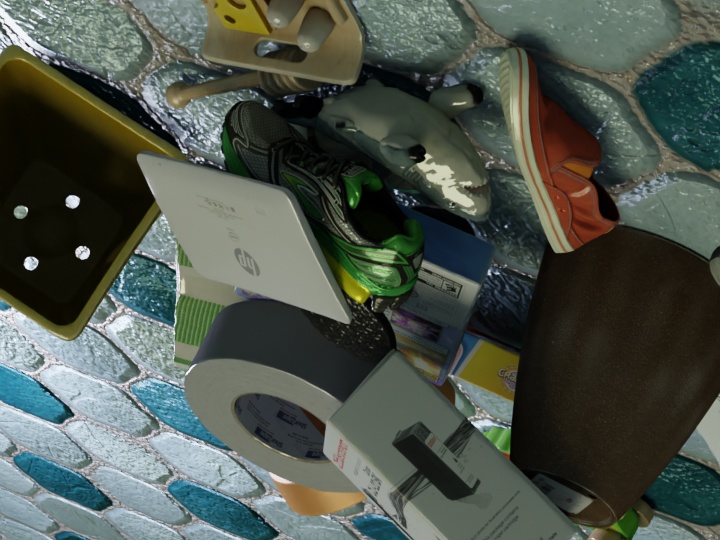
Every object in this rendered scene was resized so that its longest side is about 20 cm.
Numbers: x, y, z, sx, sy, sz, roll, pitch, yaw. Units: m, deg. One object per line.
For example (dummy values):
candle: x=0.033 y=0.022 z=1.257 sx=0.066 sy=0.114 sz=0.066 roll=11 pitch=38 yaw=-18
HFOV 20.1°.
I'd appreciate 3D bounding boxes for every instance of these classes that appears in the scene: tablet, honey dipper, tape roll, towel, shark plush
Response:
tablet: x=-0.093 y=-0.026 z=1.587 sx=0.199 sy=0.014 sz=0.131 roll=17 pitch=141 yaw=48
honey dipper: x=-0.099 y=-0.151 z=1.647 sx=0.038 sy=0.038 sz=0.199 roll=39 pitch=155 yaw=-28
tape roll: x=-0.053 y=0.113 z=1.784 sx=0.199 sy=0.066 sz=0.201 roll=20 pitch=150 yaw=12
towel: x=-0.106 y=0.010 z=1.861 sx=0.152 sy=0.023 sz=0.201 roll=14 pitch=113 yaw=27
shark plush: x=0.008 y=-0.092 z=1.549 sx=0.199 sy=0.091 sz=0.084 roll=9 pitch=135 yaw=24

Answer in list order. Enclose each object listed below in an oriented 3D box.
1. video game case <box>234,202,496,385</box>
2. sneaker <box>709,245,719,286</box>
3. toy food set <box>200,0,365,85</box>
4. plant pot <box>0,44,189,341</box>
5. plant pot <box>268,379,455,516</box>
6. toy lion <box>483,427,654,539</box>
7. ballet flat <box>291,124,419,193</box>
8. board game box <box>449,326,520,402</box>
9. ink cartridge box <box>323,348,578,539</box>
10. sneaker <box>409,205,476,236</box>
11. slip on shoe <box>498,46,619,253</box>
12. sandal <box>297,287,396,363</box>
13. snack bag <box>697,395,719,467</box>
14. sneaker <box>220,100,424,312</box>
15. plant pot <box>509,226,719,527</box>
video game case: x=0.000 y=0.000 z=1.677 sx=0.199 sy=0.046 sz=0.182 roll=24 pitch=150 yaw=5
sneaker: x=0.343 y=0.038 z=1.546 sx=0.200 sy=0.074 sz=0.079 roll=44 pitch=161 yaw=-22
toy food set: x=-0.094 y=-0.211 z=1.484 sx=0.143 sy=0.061 sz=0.200 roll=13 pitch=153 yaw=29
plant pot: x=-0.287 y=-0.054 z=1.857 sx=0.194 sy=0.196 sz=0.200 roll=33 pitch=170 yaw=0
plant pot: x=-0.027 y=0.119 z=1.966 sx=0.199 sy=0.200 sz=0.140 roll=-7 pitch=124 yaw=53
toy lion: x=0.201 y=0.211 z=2.074 sx=0.191 sy=0.069 sz=0.200 roll=26 pitch=158 yaw=21
ballet flat: x=-0.018 y=-0.107 z=1.642 sx=0.199 sy=0.067 sz=0.064 roll=9 pitch=124 yaw=34
board game box: x=0.128 y=0.088 z=1.829 sx=0.199 sy=0.041 sz=0.153 roll=24 pitch=-178 yaw=7
ink cartridge box: x=0.066 y=0.172 z=1.612 sx=0.200 sy=0.084 sz=0.144 roll=45 pitch=168 yaw=9
sneaker: x=0.039 y=-0.010 z=1.783 sx=0.199 sy=0.083 sz=0.072 roll=-26 pitch=82 yaw=45
slip on shoe: x=0.144 y=-0.091 z=1.493 sx=0.061 sy=0.074 sz=0.200 roll=-18 pitch=136 yaw=10
sandal: x=-0.039 y=-0.008 z=1.618 sx=0.200 sy=0.045 sz=0.075 roll=44 pitch=144 yaw=-2
snack bag: x=0.368 y=0.142 z=1.788 sx=0.199 sy=0.021 sz=0.189 roll=7 pitch=151 yaw=39
sneaker: x=-0.023 y=-0.065 z=1.549 sx=0.200 sy=0.078 sz=0.085 roll=41 pitch=138 yaw=13
plant pot: x=0.198 y=0.098 z=1.645 sx=0.186 sy=0.201 sz=0.187 roll=23 pitch=157 yaw=10
